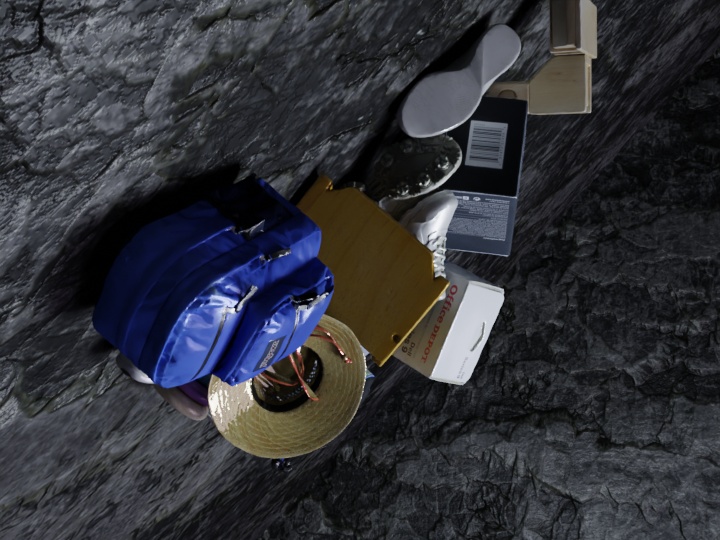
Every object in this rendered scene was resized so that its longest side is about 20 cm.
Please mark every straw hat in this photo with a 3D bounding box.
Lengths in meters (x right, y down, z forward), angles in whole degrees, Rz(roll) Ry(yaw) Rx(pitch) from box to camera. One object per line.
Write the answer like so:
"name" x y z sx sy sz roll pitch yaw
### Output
"straw hat" -0.092 0.122 1.186 0.201 0.201 0.085 -50 -154 10

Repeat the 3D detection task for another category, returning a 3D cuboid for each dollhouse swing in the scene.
"dollhouse swing" 0.000 0.000 1.230 0.182 0.200 0.176 -51 174 13

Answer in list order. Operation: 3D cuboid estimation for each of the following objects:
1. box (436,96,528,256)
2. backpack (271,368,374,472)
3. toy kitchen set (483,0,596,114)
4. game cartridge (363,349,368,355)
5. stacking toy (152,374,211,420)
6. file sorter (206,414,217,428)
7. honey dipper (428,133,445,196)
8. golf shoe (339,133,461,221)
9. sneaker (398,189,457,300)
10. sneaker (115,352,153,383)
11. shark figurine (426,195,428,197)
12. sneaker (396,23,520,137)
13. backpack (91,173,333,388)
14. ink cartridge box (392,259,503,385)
"box" 0.170 -0.129 1.357 0.200 0.107 0.149 75 23 -67
"backpack" -0.089 0.220 1.694 0.200 0.147 0.183 -50 167 25
"toy kitchen set" 0.219 -0.312 1.309 0.163 0.180 0.200 -22 111 -69
"game cartridge" -0.005 0.044 1.445 0.133 0.040 0.200 -35 132 -24
"stacking toy" -0.164 0.086 1.202 0.200 0.085 0.085 -49 167 -2
"file sorter" -0.130 0.115 1.308 0.200 0.125 0.139 -50 168 7
"honey dipper" 0.104 -0.123 1.388 0.038 0.038 0.200 -39 140 -36
"golf shoe" 0.051 -0.108 1.264 0.200 0.078 0.097 -29 160 21
"sneaker" 0.085 -0.011 1.265 0.078 0.099 0.200 -14 140 -49
"sneaker" -0.193 0.058 1.079 0.200 0.075 0.081 -36 150 -53
"shark figurine" 0.044 -0.083 1.417 0.214 0.089 0.128 -41 134 -60
"sneaker" 0.121 -0.232 1.248 0.200 0.075 0.088 -41 -174 -17
"backpack" -0.136 0.018 0.916 0.200 0.168 0.163 -25 148 -51
"ink cartridge box" 0.084 0.052 1.360 0.087 0.200 0.145 14 101 -46
